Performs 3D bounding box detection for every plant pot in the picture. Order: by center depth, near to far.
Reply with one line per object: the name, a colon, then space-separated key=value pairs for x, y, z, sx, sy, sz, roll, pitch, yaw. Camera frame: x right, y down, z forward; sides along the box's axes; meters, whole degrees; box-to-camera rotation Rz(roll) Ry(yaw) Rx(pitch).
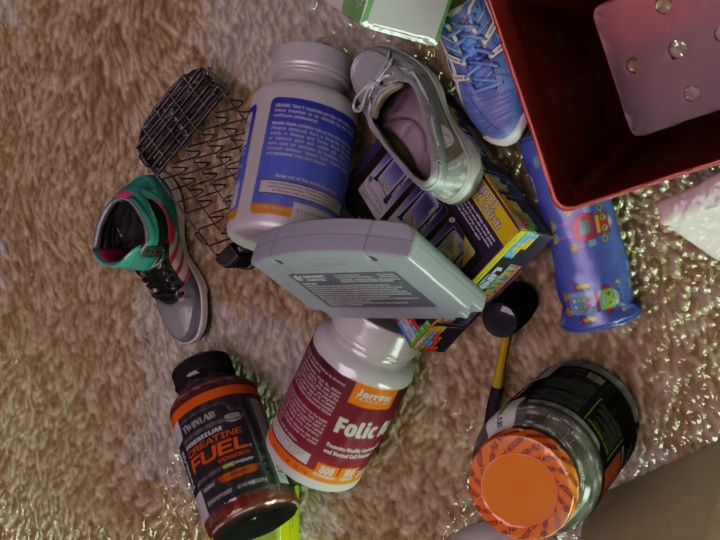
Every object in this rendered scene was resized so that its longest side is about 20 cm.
plant pot: x=0.250 y=-0.184 z=0.983 sx=0.199 sy=0.176 sz=0.201 roll=-17 pitch=94 yaw=29
plant pot: x=0.313 y=0.292 z=1.058 sx=0.199 sy=0.177 sz=0.201 roll=-32 pitch=86 yaw=28

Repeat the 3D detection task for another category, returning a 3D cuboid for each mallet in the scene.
mallet: x=0.135 y=0.112 z=1.170 sx=0.041 sy=0.066 sz=0.201 roll=18 pitch=109 yaw=23

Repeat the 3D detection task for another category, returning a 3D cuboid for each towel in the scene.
towel: x=0.369 y=-0.058 z=0.951 sx=0.199 sy=0.191 sz=0.032 roll=-27 pitch=58 yaw=30

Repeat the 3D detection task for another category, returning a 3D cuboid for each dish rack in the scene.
dish rack: x=-0.152 y=-0.114 z=1.275 sx=0.153 sy=0.054 sz=0.200 roll=-44 pitch=79 yaw=26

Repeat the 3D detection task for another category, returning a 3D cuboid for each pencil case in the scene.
pencil case: x=0.205 y=-0.044 z=1.093 sx=0.077 sy=0.087 sz=0.201 roll=-14 pitch=96 yaw=-1

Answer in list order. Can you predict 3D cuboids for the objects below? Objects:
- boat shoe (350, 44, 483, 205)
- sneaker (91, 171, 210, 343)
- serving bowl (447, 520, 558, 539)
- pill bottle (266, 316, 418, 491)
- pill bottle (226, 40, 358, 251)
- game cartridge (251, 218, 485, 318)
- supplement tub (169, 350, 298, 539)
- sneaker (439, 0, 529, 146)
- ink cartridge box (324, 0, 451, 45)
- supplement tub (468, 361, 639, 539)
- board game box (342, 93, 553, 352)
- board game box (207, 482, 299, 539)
boat shoe: x=0.042 y=-0.144 z=1.091 sx=0.074 sy=0.065 sz=0.203 roll=-46 pitch=54 yaw=27
sneaker: x=-0.236 y=-0.005 z=1.301 sx=0.083 sy=0.121 sz=0.201 roll=-11 pitch=96 yaw=28
serving bowl: x=0.151 y=0.367 z=1.220 sx=0.199 sy=0.066 sz=0.202 roll=6 pitch=103 yaw=25
pill bottle: x=-0.013 y=0.121 z=1.220 sx=0.114 sy=0.114 sz=0.201 roll=33 pitch=115 yaw=17
pill bottle: x=-0.062 y=-0.120 z=1.163 sx=0.111 sy=0.112 sz=0.201 roll=3 pitch=74 yaw=26
game cartridge: x=0.000 y=0.000 z=1.059 sx=0.199 sy=0.133 sz=0.041 roll=-1 pitch=64 yaw=43
supplement tub: x=-0.148 y=0.191 z=1.288 sx=0.107 sy=0.107 sz=0.201 roll=-40 pitch=59 yaw=28
sneaker: x=0.103 y=-0.209 z=1.087 sx=0.075 sy=0.077 sz=0.201 roll=-24 pitch=77 yaw=28
ink cartridge box: x=0.017 y=-0.309 z=1.067 sx=0.200 sy=0.087 sz=0.146 roll=50 pitch=127 yaw=56
supplement tub: x=0.180 y=0.166 z=1.083 sx=0.122 sy=0.200 sz=0.123 roll=6 pitch=103 yaw=26
board game box: x=0.071 y=-0.050 z=1.131 sx=0.165 sy=0.057 sz=0.201 roll=-47 pitch=54 yaw=26
board game box: x=-0.125 y=0.342 z=1.365 sx=0.101 sy=0.048 sz=0.202 roll=6 pitch=104 yaw=26
